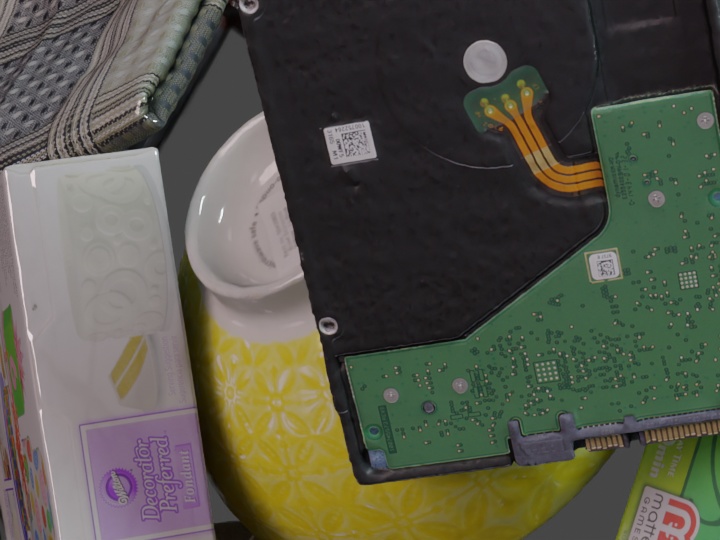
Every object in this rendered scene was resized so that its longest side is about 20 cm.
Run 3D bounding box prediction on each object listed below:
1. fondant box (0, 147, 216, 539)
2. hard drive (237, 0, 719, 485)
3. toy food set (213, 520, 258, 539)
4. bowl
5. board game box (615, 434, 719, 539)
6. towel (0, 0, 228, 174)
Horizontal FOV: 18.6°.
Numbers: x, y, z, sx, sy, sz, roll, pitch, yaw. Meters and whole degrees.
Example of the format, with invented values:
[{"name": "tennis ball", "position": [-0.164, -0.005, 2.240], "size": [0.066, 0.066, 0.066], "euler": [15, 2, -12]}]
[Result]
[{"name": "fondant box", "position": [-0.108, 0.043, 0.834], "size": [0.200, 0.058, 0.145], "euler": [155, 106, -75]}, {"name": "hard drive", "position": [0.045, -0.039, 0.657], "size": [0.139, 0.038, 0.201], "euler": [-9, 111, 13]}, {"name": "toy food set", "position": [-0.058, 0.193, 0.839], "size": [0.199, 0.049, 0.199], "euler": [-7, 72, 39]}, {"name": "bowl", "position": [0.000, 0.000, 0.778], "size": [0.199, 0.108, 0.201], "euler": [-20, 51, 27]}, {"name": "board game box", "position": [0.180, 0.071, 0.669], "size": [0.199, 0.047, 0.102], "euler": [17, 87, 43]}, {"name": "towel", "position": [-0.130, -0.099, 0.949], "size": [0.192, 0.035, 0.201], "euler": [-22, 33, 35]}]
